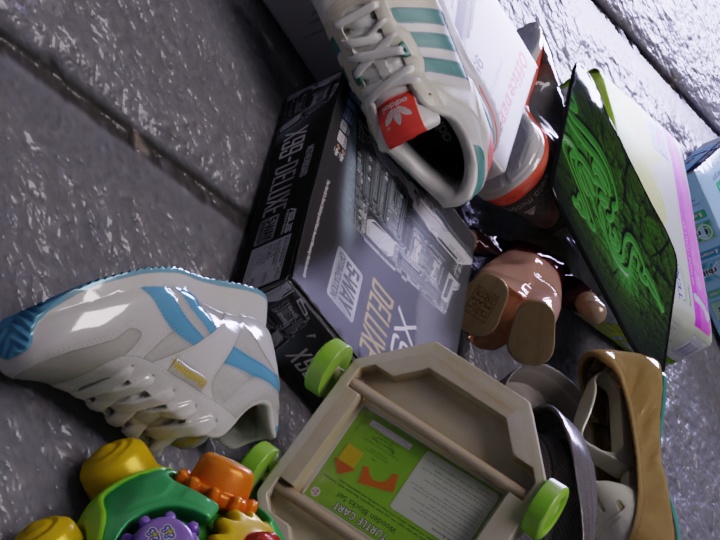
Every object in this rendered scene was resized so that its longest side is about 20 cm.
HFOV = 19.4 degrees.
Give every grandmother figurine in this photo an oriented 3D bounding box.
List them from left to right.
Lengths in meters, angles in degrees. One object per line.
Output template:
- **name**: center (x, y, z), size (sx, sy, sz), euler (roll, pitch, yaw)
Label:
- **grandmother figurine**: center (0.111, 0.006, 1.442), size (0.121, 0.061, 0.200), euler (38, 19, 4)

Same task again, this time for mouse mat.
- **mouse mat**: center (0.185, -0.032, 1.510), size (0.200, 0.008, 0.161), euler (58, 30, -30)

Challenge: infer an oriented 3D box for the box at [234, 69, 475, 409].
- **box**: center (0.000, 0.000, 1.279), size (0.158, 0.050, 0.200), euler (51, 32, -29)

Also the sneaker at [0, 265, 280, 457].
- **sneaker**: center (-0.103, 0.048, 1.044), size (0.200, 0.076, 0.081), euler (7, 66, -57)

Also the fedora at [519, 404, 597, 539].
- **fedora**: center (0.056, 0.167, 1.185), size (0.090, 0.201, 0.177), euler (16, 6, -17)

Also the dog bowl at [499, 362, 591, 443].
- **dog bowl**: center (0.116, 0.164, 1.363), size (0.200, 0.058, 0.201), euler (38, 41, -43)

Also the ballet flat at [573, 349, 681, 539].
- **ballet flat**: center (0.164, 0.136, 1.357), size (0.063, 0.069, 0.201), euler (20, 46, -19)

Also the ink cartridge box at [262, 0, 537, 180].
- **ink cartridge box**: center (0.027, -0.163, 1.401), size (0.200, 0.084, 0.145), euler (55, 32, -24)

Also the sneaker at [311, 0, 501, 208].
- **sneaker**: center (0.024, -0.125, 1.280), size (0.200, 0.070, 0.094), euler (57, 21, -25)

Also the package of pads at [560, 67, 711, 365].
- **package of pads**: center (0.205, -0.042, 1.646), size (0.154, 0.068, 0.201), euler (32, 45, -49)

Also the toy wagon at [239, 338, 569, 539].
- **toy wagon**: center (0.007, 0.135, 1.113), size (0.200, 0.155, 0.040), euler (-54, 160, -11)

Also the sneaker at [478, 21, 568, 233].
- **sneaker**: center (0.120, -0.097, 1.510), size (0.082, 0.077, 0.200), euler (42, 34, -27)

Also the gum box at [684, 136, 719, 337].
- **gum box**: center (0.342, -0.011, 1.890), size (0.201, 0.044, 0.170), euler (65, 28, -6)

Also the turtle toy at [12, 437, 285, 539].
- **turtle toy**: center (-0.086, 0.162, 0.966), size (0.146, 0.101, 0.200), euler (62, 29, -13)
